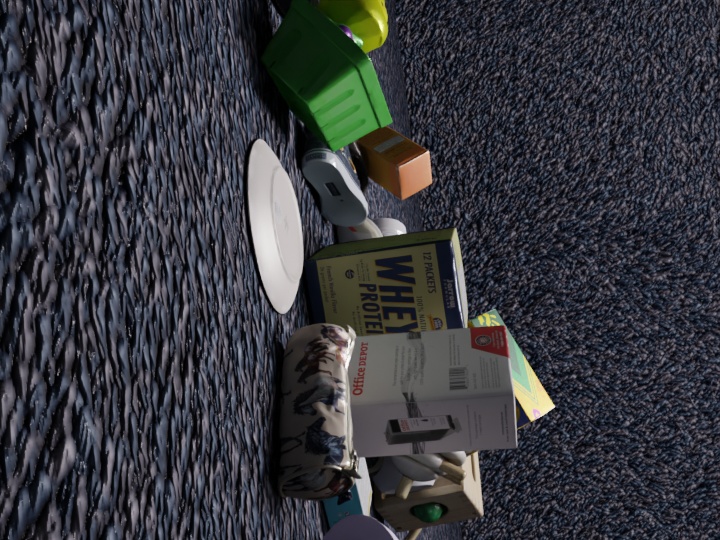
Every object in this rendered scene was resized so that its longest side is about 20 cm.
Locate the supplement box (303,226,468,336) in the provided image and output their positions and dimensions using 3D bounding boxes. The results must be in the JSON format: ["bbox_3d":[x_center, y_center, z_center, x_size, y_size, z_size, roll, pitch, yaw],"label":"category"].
[{"bbox_3d":[0.043,0.027,1.298,0.200,0.199,0.135,-49,130,-79],"label":"supplement box"}]

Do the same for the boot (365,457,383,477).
[{"bbox_3d":[0.005,0.167,1.319,0.154,0.073,0.204,81,11,-46],"label":"boot"}]

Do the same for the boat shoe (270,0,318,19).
[{"bbox_3d":[-0.109,-0.388,1.147,0.093,0.074,0.201,-62,144,-53],"label":"boat shoe"}]

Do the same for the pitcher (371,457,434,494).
[{"bbox_3d":[0.079,0.251,1.508,0.171,0.121,0.201,7,65,-38],"label":"pitcher"}]

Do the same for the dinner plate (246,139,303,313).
[{"bbox_3d":[-0.092,-0.051,1.071,0.200,0.024,0.201,-8,90,-81],"label":"dinner plate"}]

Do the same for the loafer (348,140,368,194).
[{"bbox_3d":[-0.031,-0.194,1.423,0.071,0.073,0.200,-89,169,-47],"label":"loafer"}]

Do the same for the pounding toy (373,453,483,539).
[{"bbox_3d":[0.107,0.367,1.578,0.142,0.184,0.200,56,25,-45],"label":"pounding toy"}]

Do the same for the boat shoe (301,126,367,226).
[{"bbox_3d":[-0.033,-0.145,1.372,0.200,0.071,0.091,63,25,-60],"label":"boat shoe"}]

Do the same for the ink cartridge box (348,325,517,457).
[{"bbox_3d":[0.081,0.143,1.117,0.147,0.199,0.083,-82,165,-61],"label":"ink cartridge box"}]

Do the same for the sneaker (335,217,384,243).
[{"bbox_3d":[0.000,0.001,1.470,0.093,0.070,0.200,-16,81,-48],"label":"sneaker"}]

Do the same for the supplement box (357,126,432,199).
[{"bbox_3d":[0.025,-0.188,1.467,0.200,0.069,0.067,37,-31,40],"label":"supplement box"}]

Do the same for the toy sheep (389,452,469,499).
[{"bbox_3d":[0.101,0.227,1.306,0.200,0.138,0.138,-62,157,-20],"label":"toy sheep"}]

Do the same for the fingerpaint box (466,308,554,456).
[{"bbox_3d":[0.162,0.180,1.395,0.073,0.200,0.167,-18,73,-46],"label":"fingerpaint box"}]

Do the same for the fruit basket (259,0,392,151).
[{"bbox_3d":[-0.016,-0.281,1.193,0.156,0.216,0.216,45,-3,18],"label":"fruit basket"}]

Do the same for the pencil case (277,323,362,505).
[{"bbox_3d":[-0.042,0.148,1.006,0.078,0.089,0.200,72,13,-48],"label":"pencil case"}]

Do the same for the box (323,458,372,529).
[{"bbox_3d":[-0.028,0.226,1.157,0.082,0.049,0.201,-81,162,-63],"label":"box"}]

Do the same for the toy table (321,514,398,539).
[{"bbox_3d":[0.019,0.376,0.999,0.117,0.183,0.201,48,41,-46],"label":"toy table"}]

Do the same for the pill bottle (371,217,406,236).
[{"bbox_3d":[0.043,0.014,1.610,0.112,0.111,0.201,69,16,-57],"label":"pill bottle"}]
